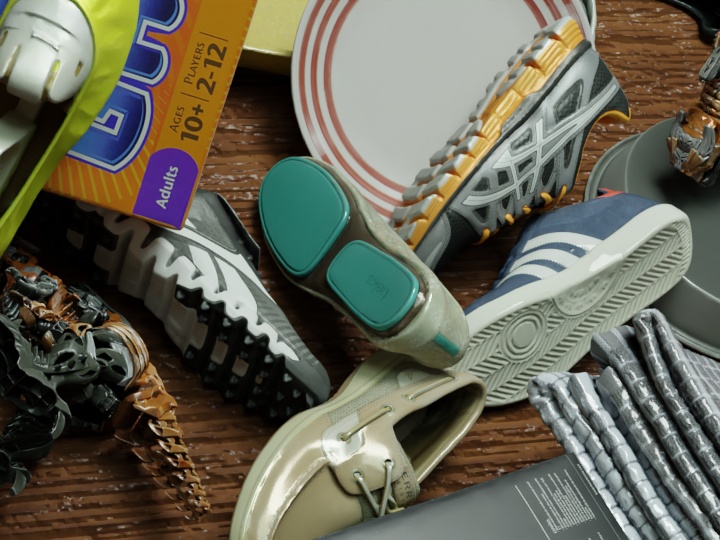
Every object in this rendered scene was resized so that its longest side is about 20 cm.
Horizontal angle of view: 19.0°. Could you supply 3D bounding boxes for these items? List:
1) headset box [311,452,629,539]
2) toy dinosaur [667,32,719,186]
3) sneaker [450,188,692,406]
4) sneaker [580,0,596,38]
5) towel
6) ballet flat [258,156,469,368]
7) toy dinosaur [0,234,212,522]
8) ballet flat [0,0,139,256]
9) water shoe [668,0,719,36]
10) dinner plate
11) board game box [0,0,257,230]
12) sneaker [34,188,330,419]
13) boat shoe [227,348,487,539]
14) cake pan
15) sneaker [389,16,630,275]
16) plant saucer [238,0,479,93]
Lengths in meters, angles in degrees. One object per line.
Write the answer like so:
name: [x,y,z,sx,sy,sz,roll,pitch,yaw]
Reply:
headset box: [0.059,0.209,1.091,0.200,0.093,0.174,-16,60,-32]
toy dinosaur: [0.278,-0.136,1.369,0.136,0.200,0.102,30,25,-48]
sneaker: [0.106,0.012,1.301,0.200,0.075,0.084,-28,40,-28]
sneaker: [0.132,-0.182,1.458,0.076,0.081,0.200,13,47,-11]
towel: [0.203,0.121,1.191,0.166,0.086,0.200,18,35,-56]
ballet flat: [0.000,0.000,1.247,0.062,0.067,0.200,36,9,-38]
toy dinosaur: [-0.154,0.051,1.137,0.200,0.102,0.136,24,25,26]
ballet flat: [-0.169,-0.080,1.072,0.067,0.200,0.067,30,15,0]
water shoe: [0.210,-0.250,1.554,0.200,0.072,0.079,37,50,9]
dinner plate: [0.052,-0.121,1.344,0.200,0.024,0.200,-1,93,-14]
board game box: [-0.159,-0.169,1.187,0.200,0.200,0.200,17,17,-7]
sneaker: [-0.084,0.001,1.220,0.200,0.066,0.090,38,50,12]
boat shoe: [0.000,0.108,1.154,0.065,0.072,0.200,12,34,29]
cake pan: [0.245,-0.027,1.407,0.200,0.037,0.200,12,48,-14]
sneaker: [0.089,-0.060,1.305,0.077,0.078,0.200,42,81,-12]
plant saucer: [-0.029,-0.192,1.417,0.200,0.048,0.200,10,49,-17]
